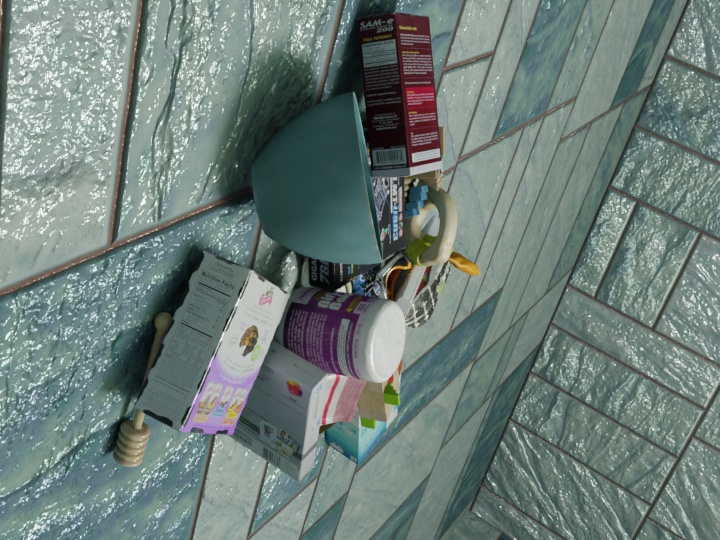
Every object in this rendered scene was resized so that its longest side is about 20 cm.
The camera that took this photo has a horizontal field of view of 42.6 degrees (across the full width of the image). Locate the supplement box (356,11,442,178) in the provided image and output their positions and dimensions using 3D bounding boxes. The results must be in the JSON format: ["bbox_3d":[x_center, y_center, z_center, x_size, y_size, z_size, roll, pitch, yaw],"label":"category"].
[{"bbox_3d":[0.053,-0.227,1.202,0.108,0.060,0.203,-20,107,-60],"label":"supplement box"}]

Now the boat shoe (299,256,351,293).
[{"bbox_3d":[-0.059,0.045,1.388,0.068,0.074,0.201,-48,151,-25],"label":"boat shoe"}]

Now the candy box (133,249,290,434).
[{"bbox_3d":[-0.175,0.094,1.134,0.202,0.071,0.168,-67,164,-6],"label":"candy box"}]

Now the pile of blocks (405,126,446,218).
[{"bbox_3d":[0.076,-0.137,1.459,0.062,0.081,0.202,-19,134,-61],"label":"pile of blocks"}]

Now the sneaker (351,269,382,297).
[{"bbox_3d":[0.000,0.000,1.446,0.078,0.088,0.202,-42,152,-42],"label":"sneaker"}]

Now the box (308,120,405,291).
[{"bbox_3d":[-0.003,-0.098,1.297,0.198,0.049,0.203,-34,128,-52],"label":"box"}]

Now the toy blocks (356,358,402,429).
[{"bbox_3d":[0.034,0.147,1.532,0.202,0.099,0.138,82,23,-43],"label":"toy blocks"}]

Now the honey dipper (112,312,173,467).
[{"bbox_3d":[-0.257,0.142,1.106,0.038,0.038,0.202,-19,132,-60],"label":"honey dipper"}]

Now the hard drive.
[{"bbox_3d":[0.083,0.012,1.618,0.132,0.026,0.201,-56,-173,50],"label":"hard drive"}]

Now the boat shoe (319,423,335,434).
[{"bbox_3d":[-0.052,0.229,1.653,0.199,0.065,0.074,-30,147,-22],"label":"boat shoe"}]

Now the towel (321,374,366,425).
[{"bbox_3d":[-0.088,0.213,1.445,0.197,0.023,0.145,-11,142,-23],"label":"towel"}]

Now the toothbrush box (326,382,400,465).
[{"bbox_3d":[0.006,0.257,1.795,0.147,0.085,0.201,-47,154,-33],"label":"toothbrush box"}]

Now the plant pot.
[{"bbox_3d":[-0.055,-0.099,1.094,0.200,0.133,0.203,-9,90,-86],"label":"plant pot"}]

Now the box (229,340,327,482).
[{"bbox_3d":[-0.128,0.184,1.291,0.041,0.155,0.202,-43,152,-42],"label":"box"}]

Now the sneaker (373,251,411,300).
[{"bbox_3d":[0.013,0.044,1.553,0.202,0.077,0.078,-63,161,8],"label":"sneaker"}]

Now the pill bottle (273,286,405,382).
[{"bbox_3d":[-0.047,0.082,1.267,0.112,0.198,0.114,-24,118,-58],"label":"pill bottle"}]

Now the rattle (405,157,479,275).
[{"bbox_3d":[0.153,-0.104,1.538,0.130,0.141,0.203,149,-54,-72],"label":"rattle"}]

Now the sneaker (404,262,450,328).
[{"bbox_3d":[0.105,0.030,1.729,0.078,0.084,0.201,82,30,-41],"label":"sneaker"}]
